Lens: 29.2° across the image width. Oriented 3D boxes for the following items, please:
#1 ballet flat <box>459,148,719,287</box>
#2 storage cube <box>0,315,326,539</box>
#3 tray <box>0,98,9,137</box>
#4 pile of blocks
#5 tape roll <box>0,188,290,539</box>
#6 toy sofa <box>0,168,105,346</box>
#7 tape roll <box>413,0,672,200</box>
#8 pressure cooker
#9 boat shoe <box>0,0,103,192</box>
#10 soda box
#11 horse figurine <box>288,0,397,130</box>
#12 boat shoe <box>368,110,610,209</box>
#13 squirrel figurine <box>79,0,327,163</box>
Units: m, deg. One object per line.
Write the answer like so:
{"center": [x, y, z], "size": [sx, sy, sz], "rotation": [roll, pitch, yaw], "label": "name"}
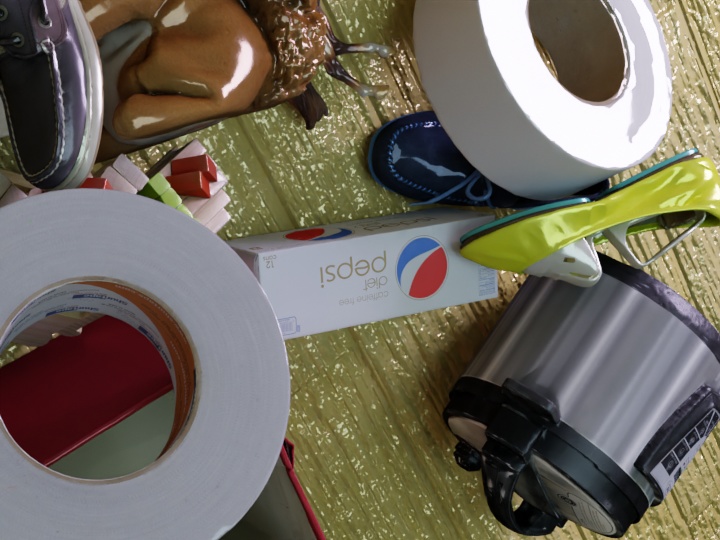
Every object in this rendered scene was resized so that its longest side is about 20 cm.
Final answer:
{"center": [0.170, -0.027, 0.979], "size": [0.199, 0.067, 0.067], "rotation": [-20, 80, -12], "label": "ballet flat"}
{"center": [-0.151, 0.143, 0.850], "size": [0.200, 0.180, 0.172], "rotation": [-31, 113, -25], "label": "storage cube"}
{"center": [-0.256, -0.169, 0.804], "size": [0.107, 0.022, 0.201], "rotation": [-14, 109, 8], "label": "tray"}
{"center": [-0.148, -0.028, 0.808], "size": [0.200, 0.062, 0.082], "rotation": [-17, 86, -40], "label": "pile of blocks"}
{"center": [-0.140, 0.062, 0.714], "size": [0.199, 0.066, 0.201], "rotation": [5, 73, -17], "label": "tape roll"}
{"center": [-0.251, -0.021, 0.828], "size": [0.199, 0.097, 0.083], "rotation": [16, 65, -33], "label": "toy sofa"}
{"center": [0.134, -0.155, 0.997], "size": [0.202, 0.071, 0.203], "rotation": [16, 63, -35], "label": "tape roll"}
{"center": [0.160, 0.106, 1.044], "size": [0.176, 0.179, 0.200], "rotation": [41, 75, -17], "label": "pressure cooker"}
{"center": [-0.187, -0.139, 0.746], "size": [0.065, 0.072, 0.201], "rotation": [2, 77, -49], "label": "boat shoe"}
{"center": [0.000, 0.000, 0.985], "size": [0.199, 0.068, 0.064], "rotation": [-9, 103, -31], "label": "soda box"}
{"center": [-0.021, -0.199, 0.940], "size": [0.132, 0.050, 0.201], "rotation": [23, 94, -12], "label": "horse figurine"}
{"center": [0.102, -0.085, 1.034], "size": [0.199, 0.069, 0.085], "rotation": [-2, 99, -31], "label": "boat shoe"}
{"center": [-0.116, -0.181, 0.852], "size": [0.199, 0.141, 0.187], "rotation": [-19, 94, -20], "label": "squirrel figurine"}
